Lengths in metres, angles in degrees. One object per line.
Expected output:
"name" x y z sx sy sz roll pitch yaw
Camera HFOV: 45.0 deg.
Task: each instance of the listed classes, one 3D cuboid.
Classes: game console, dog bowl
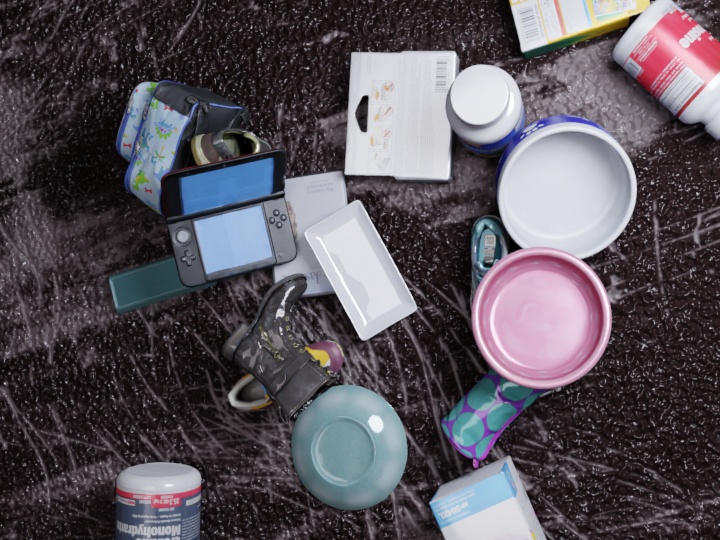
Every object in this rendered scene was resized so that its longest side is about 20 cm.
"game console" -0.198 -0.078 1.351 0.196 0.119 0.176 -14 92 -15
"dog bowl" 0.297 -0.121 1.275 0.196 0.079 0.204 1 113 3

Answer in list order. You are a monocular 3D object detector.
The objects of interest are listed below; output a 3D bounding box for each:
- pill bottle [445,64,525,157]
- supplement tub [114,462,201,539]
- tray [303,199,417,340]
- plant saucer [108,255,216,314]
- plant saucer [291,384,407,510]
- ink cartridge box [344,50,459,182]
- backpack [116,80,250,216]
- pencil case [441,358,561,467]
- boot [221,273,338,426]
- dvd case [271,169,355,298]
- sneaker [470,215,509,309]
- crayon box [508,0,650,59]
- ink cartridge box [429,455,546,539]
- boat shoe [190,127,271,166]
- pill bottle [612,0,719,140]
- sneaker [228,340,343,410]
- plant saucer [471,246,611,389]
"pill bottle" 0.184 -0.236 1.281 0.110 0.200 0.115 0 89 14
"supplement tub" -0.333 0.428 1.426 0.137 0.140 0.204 1 89 14
"tray" 0.000 0.000 1.399 0.106 0.022 0.202 -29 87 -2
"plant saucer" -0.346 0.016 1.501 0.197 0.019 0.071 -16 85 14
"plant saucer" -0.024 0.289 1.405 0.197 0.039 0.205 0 88 14
"ink cartridge box" 0.066 -0.245 1.391 0.170 0.043 0.204 4 90 14
"backpack" -0.303 -0.201 1.413 0.145 0.183 0.203 28 105 16
"pencil case" 0.218 0.198 1.324 0.200 0.085 0.093 -45 67 9
"boot" -0.102 0.122 1.363 0.173 0.069 0.201 36 75 19
"dvd case" -0.085 -0.057 1.437 0.140 0.018 0.204 -7 88 13
"sneaker" 0.197 0.015 1.331 0.076 0.086 0.204 -9 87 14
"crayon box" 0.328 -0.417 1.326 0.196 0.052 0.128 -15 85 14
"ink cartridge box" 0.206 0.405 1.300 0.124 0.128 0.203 -25 83 12
"boat shoe" -0.186 -0.186 1.368 0.065 0.200 0.073 -12 88 26
"pill bottle" 0.473 -0.288 1.256 0.200 0.112 0.112 46 99 10
"sneaker" -0.119 0.176 1.404 0.198 0.090 0.076 -29 83 12
"plant saucer" 0.259 0.070 1.255 0.196 0.051 0.205 -2 79 11
